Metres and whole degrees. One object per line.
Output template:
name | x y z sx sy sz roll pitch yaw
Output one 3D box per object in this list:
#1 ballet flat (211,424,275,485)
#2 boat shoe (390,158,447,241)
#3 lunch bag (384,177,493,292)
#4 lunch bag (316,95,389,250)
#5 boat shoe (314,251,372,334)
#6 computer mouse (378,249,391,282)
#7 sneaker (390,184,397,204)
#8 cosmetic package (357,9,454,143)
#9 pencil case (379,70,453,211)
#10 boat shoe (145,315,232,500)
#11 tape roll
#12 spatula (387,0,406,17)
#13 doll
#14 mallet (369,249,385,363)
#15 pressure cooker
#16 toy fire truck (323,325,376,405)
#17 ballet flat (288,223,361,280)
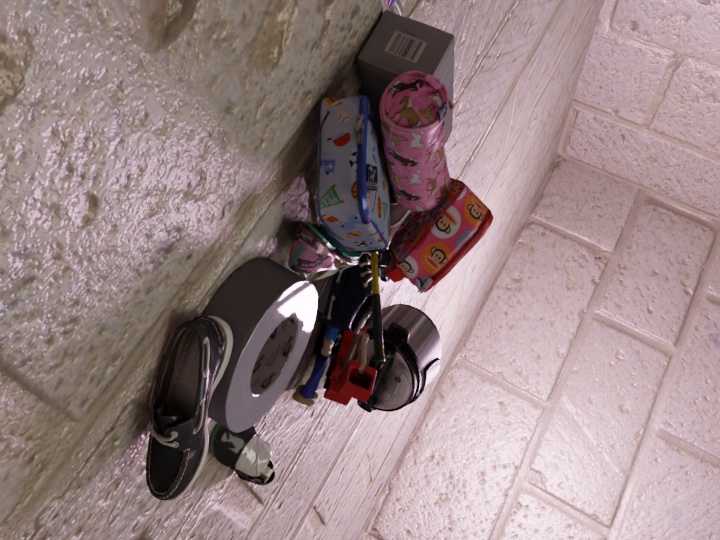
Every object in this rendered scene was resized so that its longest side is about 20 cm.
ballet flat | -0.158 0.269 0.987 0.069 0.067 0.201 -57 162 -21
boat shoe | 0.085 -0.147 1.182 0.203 0.069 0.072 -58 143 -20
lunch bag | 0.103 -0.050 1.000 0.177 0.082 0.200 -47 -170 9
lunch bag | -0.004 -0.120 0.843 0.200 0.073 0.165 59 32 -73
boat shoe | 0.000 0.000 1.034 0.074 0.091 0.204 32 83 -58
computer mouse | 0.029 -0.008 1.199 0.200 0.033 0.060 -11 106 -79
sneaker | 0.051 -0.133 1.045 0.199 0.081 0.072 -31 144 -62
cosmetic package | 0.066 -0.232 0.910 0.092 0.105 0.201 -61 165 -16
pencil case | 0.072 -0.153 0.843 0.201 0.084 0.085 75 18 -65
boat shoe | -0.189 0.146 0.708 0.205 0.072 0.060 -69 163 4
tape roll | -0.130 0.091 0.829 0.202 0.065 0.202 -56 162 -28
spatula | 0.054 -0.323 0.889 0.057 0.020 0.202 -59 163 -26
doll | -0.056 0.121 1.121 0.136 0.047 0.205 -58 169 -84
mallet | 0.024 0.029 0.971 0.066 0.040 0.206 28 57 -77
pressure cooker | 0.058 0.183 1.365 0.200 0.175 0.180 -38 111 -56
toy fire truck | -0.015 0.148 1.134 0.203 0.048 0.142 -80 -165 -45
ballet flat | -0.055 -0.020 0.915 0.071 0.069 0.200 -48 169 8
